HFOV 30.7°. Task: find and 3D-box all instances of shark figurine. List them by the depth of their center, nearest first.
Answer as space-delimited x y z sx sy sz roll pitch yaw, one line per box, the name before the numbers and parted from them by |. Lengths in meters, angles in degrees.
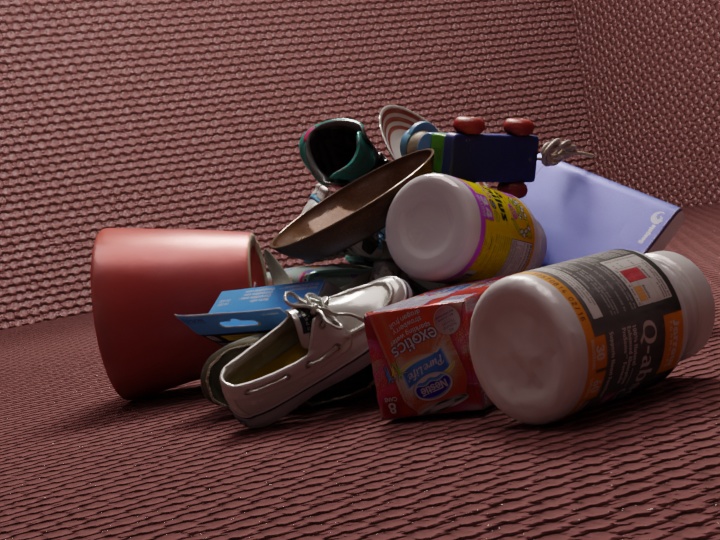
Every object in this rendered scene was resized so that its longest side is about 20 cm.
shark figurine | -0.004 0.007 1.426 0.213 0.091 0.128 -8 -27 45

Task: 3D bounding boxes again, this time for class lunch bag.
lunch bag | -0.006 0.044 1.599 0.198 0.124 0.170 -5 1 -24

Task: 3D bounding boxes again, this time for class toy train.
toy train | 0.149 -0.131 1.460 0.198 0.086 0.115 -3 14 -34

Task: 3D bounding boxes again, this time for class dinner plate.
dinner plate | 0.089 -0.111 1.536 0.024 0.201 0.200 -42 -11 24

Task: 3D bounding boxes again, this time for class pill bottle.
pill bottle | 0.191 0.046 1.053 0.198 0.118 0.116 -12 5 -40
pill bottle | 0.116 -0.034 1.333 0.103 0.106 0.199 -7 -8 32

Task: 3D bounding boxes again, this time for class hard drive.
hard drive | 0.233 -0.046 1.426 0.199 0.025 0.132 28 71 42

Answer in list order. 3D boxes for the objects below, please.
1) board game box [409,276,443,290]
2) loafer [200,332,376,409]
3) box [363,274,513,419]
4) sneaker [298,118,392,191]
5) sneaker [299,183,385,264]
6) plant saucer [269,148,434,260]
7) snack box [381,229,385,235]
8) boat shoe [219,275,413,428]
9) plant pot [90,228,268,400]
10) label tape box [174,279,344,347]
board game box | 0.162 0.006 1.506 0.199 0.065 0.147 32 29 33
loafer | -0.062 0.095 1.262 0.197 0.076 0.070 -8 -1 8
box | 0.092 0.065 1.179 0.099 0.097 0.200 -9 3 26
sneaker | 0.011 -0.115 1.532 0.198 0.084 0.121 28 -2 8
sneaker | -0.030 -0.036 1.560 0.087 0.075 0.200 -48 23 -3
plant saucer | -0.002 -0.062 1.375 0.199 0.037 0.201 -29 12 7
snack box | 0.074 0.004 1.649 0.199 0.037 0.116 36 -15 -36
boat shoe | -0.044 0.054 1.191 0.201 0.087 0.075 -33 45 -7
plant pot | -0.199 0.039 1.510 0.175 0.203 0.200 -8 4 5
label tape box | -0.075 0.054 1.370 0.142 0.067 0.200 -6 -27 34
